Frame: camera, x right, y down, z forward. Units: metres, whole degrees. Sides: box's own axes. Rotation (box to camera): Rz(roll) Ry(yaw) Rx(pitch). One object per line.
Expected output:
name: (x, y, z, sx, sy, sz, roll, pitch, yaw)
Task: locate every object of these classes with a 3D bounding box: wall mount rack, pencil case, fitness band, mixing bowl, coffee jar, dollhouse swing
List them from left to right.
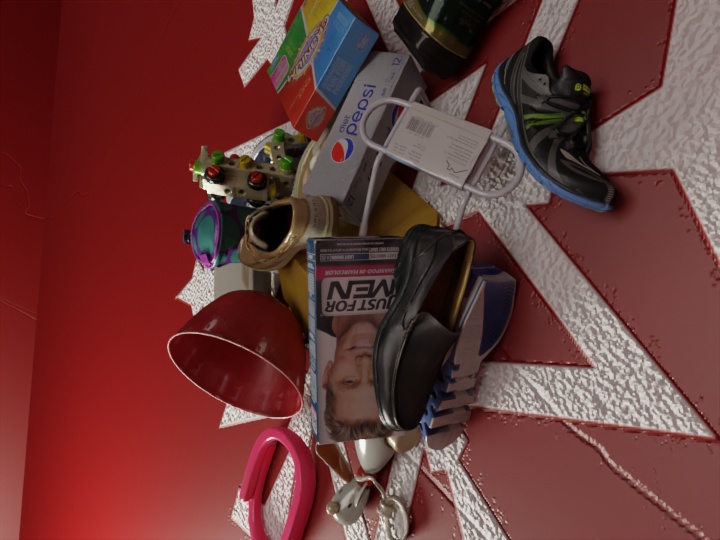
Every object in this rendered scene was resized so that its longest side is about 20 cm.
mixing bowl: (-0.149, 0.100, 0.793, 0.197, 0.199, 0.111, -22, 36, 45)
pencil case: (-0.155, -0.041, 0.856, 0.083, 0.197, 0.096, 13, 94, 38)
fitness band: (-0.127, 0.341, 0.889, 0.142, 0.037, 0.207, 30, 108, 45)
dollhouse swing: (0.000, 0.000, 0.770, 0.200, 0.172, 0.186, 46, 151, 43)
wall mount rack: (0.076, -0.098, 0.636, 0.196, 0.074, 0.177, 28, 85, 26)
coffee jar: (0.120, -0.329, 0.663, 0.202, 0.083, 0.106, -53, 48, 30)

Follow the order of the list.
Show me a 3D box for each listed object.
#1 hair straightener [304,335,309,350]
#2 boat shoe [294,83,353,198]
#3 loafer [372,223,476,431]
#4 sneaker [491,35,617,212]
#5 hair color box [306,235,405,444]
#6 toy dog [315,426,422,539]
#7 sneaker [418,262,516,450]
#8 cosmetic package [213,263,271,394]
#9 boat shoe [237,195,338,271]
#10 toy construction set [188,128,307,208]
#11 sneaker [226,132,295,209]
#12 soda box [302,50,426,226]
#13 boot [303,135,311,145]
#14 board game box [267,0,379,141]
hair straightener: (-0.075, 0.103, 0.862, 0.197, 0.040, 0.080, -25, 56, 39)
boat shoe: (-0.034, -0.158, 0.818, 0.066, 0.072, 0.206, 40, 114, 49)
loafer: (0.062, 0.056, 0.565, 0.071, 0.071, 0.208, 4, 83, 52)
sneaker: (0.190, -0.145, 0.561, 0.083, 0.069, 0.205, -43, 51, 41)
hair color box: (-0.004, 0.069, 0.615, 0.060, 0.096, 0.209, -161, 70, -76)
toy dog: (-0.001, 0.225, 0.708, 0.130, 0.094, 0.208, 11, 92, 50)
sneaker: (0.082, 0.079, 0.645, 0.114, 0.079, 0.206, 34, 111, 44)
cosmetic package: (-0.185, 0.095, 0.932, 0.068, 0.105, 0.208, -5, 78, 7)
boat shoe: (-0.104, -0.048, 0.699, 0.197, 0.065, 0.077, -22, 68, 49)
toy construction set: (-0.171, -0.156, 0.872, 0.192, 0.094, 0.135, -3, 51, 7)
sneaker: (-0.158, -0.128, 0.973, 0.199, 0.068, 0.112, -42, 54, 39)
soda box: (0.007, -0.163, 0.718, 0.067, 0.063, 0.205, 18, 79, 33)
boot: (-0.066, -0.272, 0.896, 0.096, 0.073, 0.208, -10, 67, 58)
board game box: (-0.058, -0.291, 0.789, 0.155, 0.039, 0.202, -55, 36, 22)
